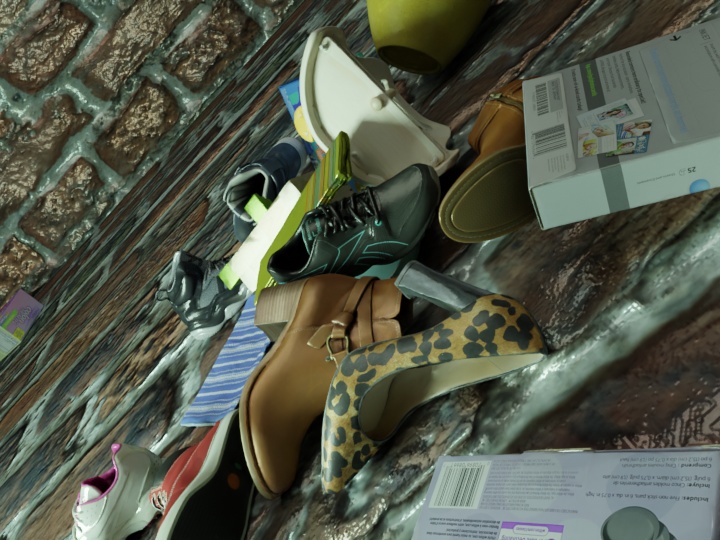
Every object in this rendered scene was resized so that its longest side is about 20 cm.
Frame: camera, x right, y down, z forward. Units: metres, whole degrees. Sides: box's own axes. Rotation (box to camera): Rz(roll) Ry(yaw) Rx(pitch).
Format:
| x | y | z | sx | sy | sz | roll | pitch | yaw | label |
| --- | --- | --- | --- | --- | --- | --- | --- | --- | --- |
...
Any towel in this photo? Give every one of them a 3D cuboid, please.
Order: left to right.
| x | y | z | sx | sy | sz | roll | pitch | yaw | label |
| --- | --- | --- | --- | --- | --- | --- | --- | --- | --- |
| -0.147 | 0.100 | 0.895 | 0.143 | 0.024 | 0.203 | -18 | 39 | 50 | towel |
| -0.064 | -0.052 | 0.776 | 0.201 | 0.018 | 0.087 | -54 | 22 | 32 | towel |

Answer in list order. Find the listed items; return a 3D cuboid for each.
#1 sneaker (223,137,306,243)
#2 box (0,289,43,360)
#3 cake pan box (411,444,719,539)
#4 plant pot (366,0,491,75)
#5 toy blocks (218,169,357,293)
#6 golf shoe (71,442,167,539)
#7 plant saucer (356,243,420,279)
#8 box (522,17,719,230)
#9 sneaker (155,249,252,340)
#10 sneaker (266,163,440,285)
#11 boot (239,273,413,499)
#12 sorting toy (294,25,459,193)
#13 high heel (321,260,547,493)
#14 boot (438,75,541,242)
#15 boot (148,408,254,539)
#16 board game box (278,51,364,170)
| x | y | z | sx | sy | sz | roll | pitch | yaw | label |
| --- | --- | --- | --- | --- | --- | --- | --- | --- | --- |
| -0.165 | -0.093 | 1.067 | 0.204 | 0.076 | 0.147 | -56 | 1 | 37 | sneaker |
| -1.174 | 0.194 | 2.369 | 0.198 | 0.097 | 0.178 | -34 | 28 | 27 | box |
| 0.087 | 0.184 | 0.357 | 0.198 | 0.052 | 0.187 | -19 | 36 | 47 | cake pan box |
| 0.088 | -0.369 | 1.025 | 0.199 | 0.196 | 0.146 | 11 | 86 | 62 | plant pot |
| -0.077 | -0.057 | 0.906 | 0.200 | 0.100 | 0.136 | -47 | -8 | 32 | toy blocks |
| -0.292 | 0.282 | 0.794 | 0.202 | 0.091 | 0.075 | -55 | 27 | -10 | golf shoe |
| 0.000 | 0.000 | 0.783 | 0.199 | 0.036 | 0.202 | -38 | 27 | 23 | plant saucer |
| 0.218 | -0.115 | 0.512 | 0.195 | 0.042 | 0.158 | -15 | 37 | 22 | box |
| -0.204 | -0.003 | 1.030 | 0.200 | 0.114 | 0.076 | -47 | 25 | 2 | sneaker |
| -0.008 | -0.036 | 0.695 | 0.199 | 0.079 | 0.077 | -40 | 47 | 22 | sneaker |
| -0.024 | 0.100 | 0.649 | 0.151 | 0.077 | 0.205 | -5 | 64 | 19 | boot |
| 0.032 | -0.180 | 0.827 | 0.107 | 0.200 | 0.180 | -47 | -3 | 36 | sorting toy |
| 0.049 | 0.101 | 0.542 | 0.141 | 0.071 | 0.204 | 24 | 87 | 42 | high heel |
| 0.133 | -0.113 | 0.687 | 0.198 | 0.074 | 0.155 | -37 | 26 | -4 | boot |
| -0.173 | 0.239 | 0.688 | 0.143 | 0.073 | 0.202 | -34 | 20 | 29 | boot |
| -0.029 | -0.201 | 0.979 | 0.044 | 0.155 | 0.199 | -31 | 19 | -21 | board game box |
